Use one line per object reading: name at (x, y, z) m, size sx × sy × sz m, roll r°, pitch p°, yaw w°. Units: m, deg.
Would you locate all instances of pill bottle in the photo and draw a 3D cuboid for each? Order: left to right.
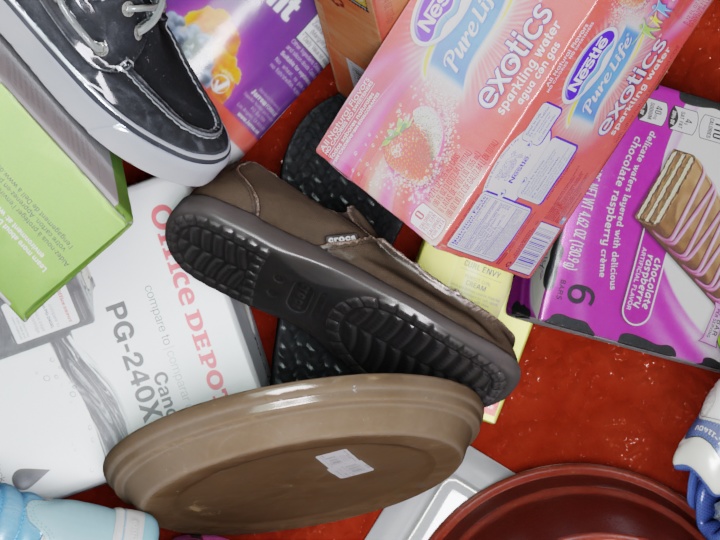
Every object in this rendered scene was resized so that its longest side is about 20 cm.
pill bottle at (-0.045, -0.162, 1.551) m, size 0.111 × 0.111 × 0.200 m, roll 42°, pitch 89°, yaw 2°

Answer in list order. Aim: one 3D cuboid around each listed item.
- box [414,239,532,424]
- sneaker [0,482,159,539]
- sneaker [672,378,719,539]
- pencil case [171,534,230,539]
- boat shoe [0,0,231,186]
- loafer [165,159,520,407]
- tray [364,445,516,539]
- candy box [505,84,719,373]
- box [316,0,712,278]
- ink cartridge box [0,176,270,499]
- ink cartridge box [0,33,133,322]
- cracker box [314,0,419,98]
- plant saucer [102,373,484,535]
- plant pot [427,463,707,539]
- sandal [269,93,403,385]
box at (0.073, -0.023, 1.575) m, size 0.075 × 0.050 × 0.201 m, roll 21°, pitch 89°, yaw 0°
sneaker at (-0.196, 0.174, 1.512) m, size 0.130 × 0.080 × 0.200 m, roll 21°, pitch 130°, yaw -15°
sneaker at (0.205, 0.108, 1.505) m, size 0.088 × 0.200 × 0.075 m, roll -47°, pitch 56°, yaw -8°
pencil case at (-0.068, 0.183, 1.498) m, size 0.093 × 0.200 × 0.091 m, roll 6°, pitch 90°, yaw -8°
boat shoe at (-0.128, -0.128, 1.441) m, size 0.068 × 0.072 × 0.200 m, roll -37°, pitch 101°, yaw 31°
loafer at (0.000, 0.000, 1.507) m, size 0.199 × 0.073 × 0.071 m, roll 31°, pitch 52°, yaw -6°
tray at (0.097, 0.182, 1.582) m, size 0.199 × 0.022 × 0.108 m, roll 32°, pitch 90°, yaw 2°
candy box at (0.191, -0.015, 1.542) m, size 0.199 × 0.061 × 0.137 m, roll 14°, pitch 89°, yaw -16°
box at (0.083, -0.109, 1.457) m, size 0.095 × 0.102 × 0.201 m, roll 39°, pitch 103°, yaw 30°
ink cartridge box at (-0.158, 0.044, 1.560) m, size 0.199 × 0.083 × 0.146 m, roll -20°, pitch 88°, yaw 0°
ink cartridge box at (-0.205, -0.089, 1.423) m, size 0.076 × 0.148 × 0.200 m, roll -41°, pitch 107°, yaw 5°
cracker box at (0.065, -0.181, 1.510) m, size 0.058 × 0.134 × 0.200 m, roll 36°, pitch 70°, yaw 29°
plant saucer at (-0.032, 0.098, 1.499) m, size 0.199 × 0.200 × 0.030 m, roll -10°, pitch 70°, yaw 1°
plant pot at (0.114, 0.200, 1.473) m, size 0.199 × 0.195 × 0.202 m, roll 0°, pitch 88°, yaw 1°
sandal at (-0.015, -0.005, 1.570) m, size 0.075 × 0.045 × 0.201 m, roll 12°, pitch 71°, yaw -5°
